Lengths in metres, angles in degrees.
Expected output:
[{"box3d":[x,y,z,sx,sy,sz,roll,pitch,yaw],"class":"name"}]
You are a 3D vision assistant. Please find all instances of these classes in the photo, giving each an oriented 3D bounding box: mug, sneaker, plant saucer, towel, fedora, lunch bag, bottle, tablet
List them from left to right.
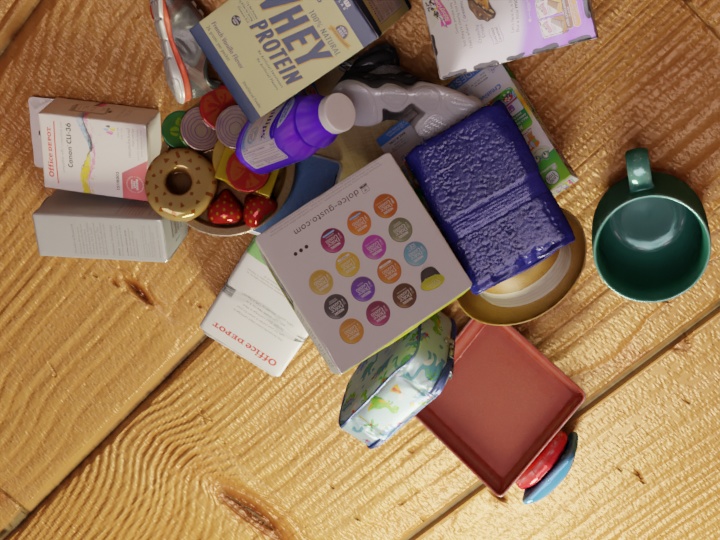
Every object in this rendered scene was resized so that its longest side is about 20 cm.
[{"box3d":[-0.231,-0.329,1.508,0.081,0.077,0.203,-15,113,-15],"class":"sneaker"},{"box3d":[-0.134,-0.114,1.569,0.197,0.014,0.132,16,84,6],"class":"tablet"},{"box3d":[-0.082,-0.177,1.422,0.065,0.084,0.199,37,154,-26],"class":"bottle"},{"box3d":[0.056,0.148,1.638,0.082,0.162,0.200,34,121,-14],"class":"lunch bag"},{"box3d":[0.062,-0.233,1.443,0.197,0.115,0.076,7,133,-4],"class":"sneaker"},{"box3d":[0.160,-0.090,1.404,0.146,0.050,0.202,-28,89,13],"class":"towel"},{"box3d":[0.196,0.187,1.644,0.199,0.037,0.201,42,104,16],"class":"plant saucer"},{"box3d":[0.198,-0.024,1.496,0.199,0.203,0.082,-24,139,22],"class":"fedora"},{"box3d":[0.385,-0.065,1.484,0.150,0.115,0.187,20,119,1],"class":"mug"}]

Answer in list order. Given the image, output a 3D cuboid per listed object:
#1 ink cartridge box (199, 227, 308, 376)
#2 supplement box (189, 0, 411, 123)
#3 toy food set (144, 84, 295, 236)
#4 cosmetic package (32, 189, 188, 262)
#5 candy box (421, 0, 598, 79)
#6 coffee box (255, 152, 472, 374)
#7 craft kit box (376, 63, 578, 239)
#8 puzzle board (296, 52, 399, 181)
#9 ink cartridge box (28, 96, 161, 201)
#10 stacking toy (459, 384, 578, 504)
[{"box3d":[-0.124,0.034,1.655,0.145,0.085,0.201,33,119,-7],"class":"ink cartridge box"},{"box3d":[-0.068,-0.310,1.389,0.199,0.200,0.135,-30,102,23],"class":"supplement box"},{"box3d":[-0.186,-0.148,1.545,0.197,0.049,0.201,19,84,6],"class":"toy food set"},{"box3d":[-0.361,-0.068,1.641,0.197,0.102,0.075,2,117,11],"class":"cosmetic package"},{"box3d":[0.175,-0.342,1.383,0.197,0.072,0.170,-12,99,17],"class":"candy box"},{"box3d":[0.000,0.000,1.449,0.198,0.200,0.199,-32,87,-6],"class":"coffee box"},{"box3d":[0.148,-0.145,1.464,0.199,0.048,0.199,-34,71,19],"class":"craft kit box"},{"box3d":[-0.004,-0.189,1.554,0.149,0.017,0.202,-15,113,20],"class":"puzzle board"},{"box3d":[-0.387,-0.175,1.608,0.197,0.068,0.118,7,119,7],"class":"ink cartridge box"},{"box3d":[0.222,0.239,1.694,0.200,0.110,0.116,41,109,1],"class":"stacking toy"}]
